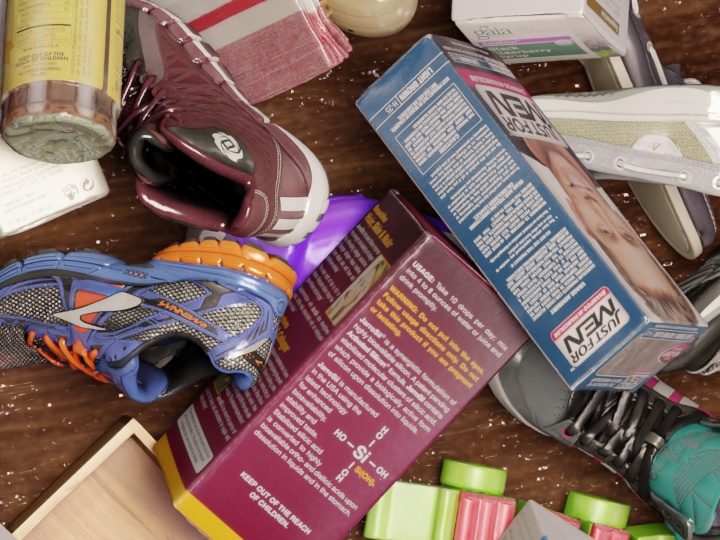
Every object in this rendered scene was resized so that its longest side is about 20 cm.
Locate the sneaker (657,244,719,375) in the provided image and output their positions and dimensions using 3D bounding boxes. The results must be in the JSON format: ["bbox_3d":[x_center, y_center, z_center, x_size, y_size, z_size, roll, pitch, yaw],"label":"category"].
[{"bbox_3d":[0.230,0.045,1.638,0.116,0.075,0.200,60,35,-3],"label":"sneaker"}]

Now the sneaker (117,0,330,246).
[{"bbox_3d":[-0.113,-0.086,1.544,0.200,0.115,0.076,37,107,18],"label":"sneaker"}]

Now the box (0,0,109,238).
[{"bbox_3d":[-0.209,-0.121,1.573,0.068,0.082,0.201,-23,97,-12],"label":"box"}]

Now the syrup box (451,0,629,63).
[{"bbox_3d":[0.106,-0.222,1.620,0.078,0.081,0.201,-2,77,23],"label":"syrup box"}]

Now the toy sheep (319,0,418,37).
[{"bbox_3d":[-0.020,-0.219,1.596,0.137,0.138,0.201,-17,73,-14],"label":"toy sheep"}]

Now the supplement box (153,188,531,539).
[{"bbox_3d":[-0.011,0.065,1.554,0.086,0.110,0.200,42,93,-17],"label":"supplement box"}]

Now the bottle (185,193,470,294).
[{"bbox_3d":[0.000,0.000,1.634,0.199,0.065,0.084,16,90,-14],"label":"bottle"}]

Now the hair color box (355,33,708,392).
[{"bbox_3d":[0.092,-0.030,1.536,0.061,0.100,0.200,-42,72,18],"label":"hair color box"}]

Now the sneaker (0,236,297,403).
[{"bbox_3d":[-0.132,0.033,1.552,0.199,0.075,0.079,-8,61,26],"label":"sneaker"}]

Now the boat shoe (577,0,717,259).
[{"bbox_3d":[0.173,-0.106,1.675,0.063,0.073,0.201,-24,91,-12],"label":"boat shoe"}]

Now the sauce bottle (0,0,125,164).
[{"bbox_3d":[-0.155,-0.156,1.522,0.064,0.065,0.201,9,63,-14],"label":"sauce bottle"}]

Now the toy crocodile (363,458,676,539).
[{"bbox_3d":[0.099,0.154,1.662,0.199,0.062,0.068,14,87,-14],"label":"toy crocodile"}]

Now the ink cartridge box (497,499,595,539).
[{"bbox_3d":[0.070,0.241,1.599,0.067,0.116,0.200,33,102,-16],"label":"ink cartridge box"}]

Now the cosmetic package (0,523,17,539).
[{"bbox_3d":[-0.260,0.141,1.560,0.200,0.051,0.083,45,111,-10],"label":"cosmetic package"}]

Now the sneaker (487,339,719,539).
[{"bbox_3d":[0.165,0.097,1.620,0.200,0.121,0.084,32,90,-32],"label":"sneaker"}]

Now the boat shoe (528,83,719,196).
[{"bbox_3d":[0.131,-0.064,1.610,0.074,0.201,0.065,11,78,-57],"label":"boat shoe"}]

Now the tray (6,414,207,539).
[{"bbox_3d":[-0.100,0.188,1.625,0.099,0.037,0.200,-44,99,-10],"label":"tray"}]

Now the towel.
[{"bbox_3d":[-0.091,-0.186,1.575,0.023,0.144,0.200,-32,98,-35],"label":"towel"}]
